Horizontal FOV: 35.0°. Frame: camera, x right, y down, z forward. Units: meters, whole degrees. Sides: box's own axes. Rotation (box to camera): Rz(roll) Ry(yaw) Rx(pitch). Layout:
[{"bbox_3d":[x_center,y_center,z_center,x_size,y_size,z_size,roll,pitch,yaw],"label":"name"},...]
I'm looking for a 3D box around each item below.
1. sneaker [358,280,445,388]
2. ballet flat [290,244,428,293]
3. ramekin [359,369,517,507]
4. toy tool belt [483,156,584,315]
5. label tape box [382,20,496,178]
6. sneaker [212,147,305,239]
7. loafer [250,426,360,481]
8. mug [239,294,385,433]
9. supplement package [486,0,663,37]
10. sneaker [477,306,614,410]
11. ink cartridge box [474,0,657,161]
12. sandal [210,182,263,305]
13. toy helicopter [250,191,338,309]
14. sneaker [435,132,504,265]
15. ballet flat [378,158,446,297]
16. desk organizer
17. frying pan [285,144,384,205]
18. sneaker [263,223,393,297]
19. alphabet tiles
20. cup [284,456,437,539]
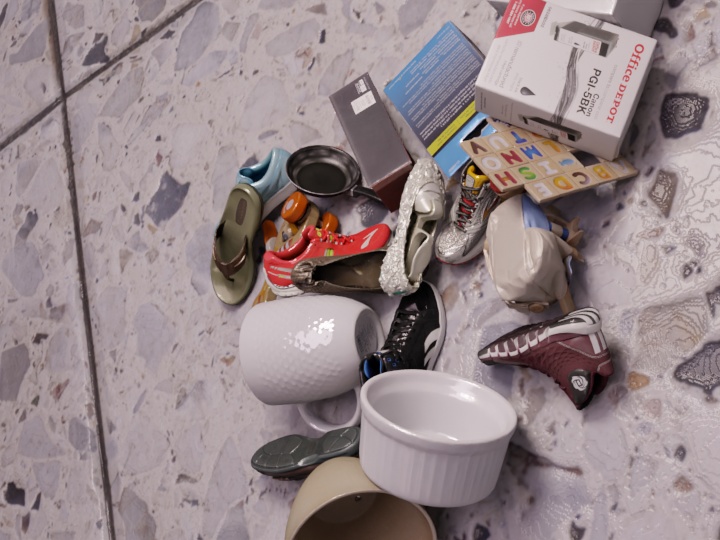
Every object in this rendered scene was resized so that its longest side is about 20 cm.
[{"bbox_3d":[0.054,0.101,1.542,0.072,0.111,0.204,0,74,35],"label":"sneaker"},{"bbox_3d":[0.000,0.000,1.596,0.196,0.046,0.069,-3,89,-5],"label":"ballet flat"},{"bbox_3d":[0.090,0.209,1.425,0.199,0.199,0.099,25,114,39],"label":"ramekin"},{"bbox_3d":[0.227,-0.037,1.477,0.124,0.122,0.203,-33,45,37],"label":"toy tool belt"},{"bbox_3d":[0.139,-0.236,1.627,0.143,0.066,0.201,-44,56,16],"label":"label tape box"},{"bbox_3d":[-0.177,-0.123,1.799,0.200,0.082,0.074,-42,31,18],"label":"sneaker"},{"bbox_3d":[-0.068,0.271,1.608,0.198,0.063,0.072,-15,29,35],"label":"loafer"},{"bbox_3d":[-0.054,0.133,1.606,0.173,0.147,0.203,-10,97,30],"label":"mug"},{"bbox_3d":[0.292,-0.380,1.526,0.198,0.119,0.123,18,84,39],"label":"supplement package"},{"bbox_3d":[0.235,0.125,1.429,0.199,0.075,0.117,-23,92,52],"label":"sneaker"},{"bbox_3d":[0.262,-0.250,1.465,0.197,0.083,0.149,21,78,11],"label":"ink cartridge box"},{"bbox_3d":[-0.202,-0.039,1.771,0.079,0.057,0.204,21,118,20],"label":"sandal"},{"bbox_3d":[-0.123,-0.017,1.733,0.132,0.078,0.202,-6,58,58],"label":"toy helicopter"},{"bbox_3d":[0.156,-0.102,1.556,0.077,0.082,0.202,32,95,38],"label":"sneaker"},{"bbox_3d":[0.085,-0.056,1.566,0.071,0.071,0.203,9,78,38],"label":"ballet flat"},{"bbox_3d":[0.026,-0.189,1.682,0.071,0.077,0.202,-30,52,10],"label":"desk organizer"},{"bbox_3d":[-0.022,-0.140,1.727,0.187,0.031,0.116,13,45,4],"label":"frying pan"},{"bbox_3d":[-0.047,-0.029,1.639,0.197,0.086,0.077,-22,26,-5],"label":"sneaker"},{"bbox_3d":[0.233,-0.154,1.468,0.168,0.197,0.008,53,146,35],"label":"alphabet tiles"},{"bbox_3d":[-0.014,0.326,1.484,0.201,0.199,0.144,-49,27,12],"label":"cup"}]
